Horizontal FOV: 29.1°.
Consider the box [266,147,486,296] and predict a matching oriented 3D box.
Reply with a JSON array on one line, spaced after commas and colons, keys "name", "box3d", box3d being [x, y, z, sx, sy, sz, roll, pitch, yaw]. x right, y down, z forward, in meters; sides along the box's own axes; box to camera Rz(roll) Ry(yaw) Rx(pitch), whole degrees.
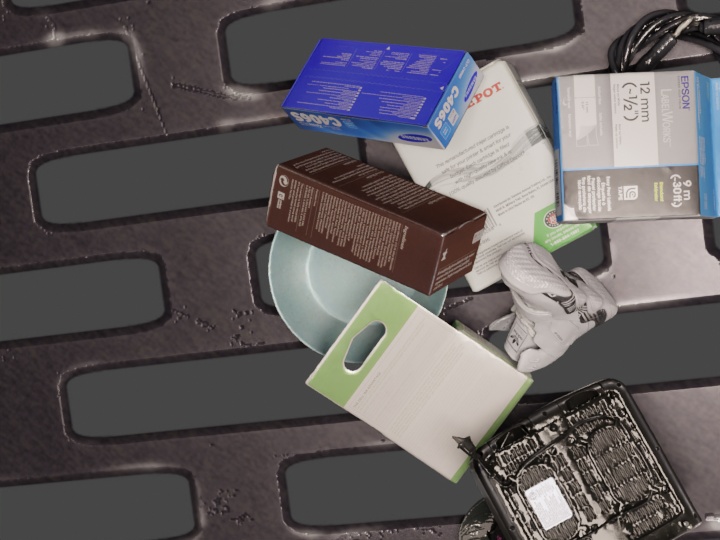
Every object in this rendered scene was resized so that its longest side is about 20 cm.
[{"name": "box", "box3d": [0.015, -0.053, 1.407, 0.200, 0.100, 0.075, 23, 115, 25]}]

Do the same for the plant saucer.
[{"name": "plant saucer", "box3d": [0.000, 0.000, 1.512, 0.201, 0.039, 0.201, 1, 94, 12]}]

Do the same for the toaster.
[{"name": "toaster", "box3d": [0.216, 0.217, 1.413, 0.181, 0.119, 0.200, -28, 82, -6]}]

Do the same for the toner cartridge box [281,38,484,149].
[{"name": "toner cartridge box", "box3d": [0.020, -0.184, 1.427, 0.200, 0.043, 0.095, 13, 68, 40]}]

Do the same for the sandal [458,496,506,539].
[{"name": "sandal", "box3d": [0.199, 0.268, 1.486, 0.200, 0.048, 0.076, -13, 92, 12]}]

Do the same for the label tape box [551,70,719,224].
[{"name": "label tape box", "box3d": [0.291, -0.121, 1.360, 0.200, 0.066, 0.144, -2, 89, 5]}]

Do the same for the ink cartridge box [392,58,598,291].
[{"name": "ink cartridge box", "box3d": [0.139, -0.100, 1.451, 0.146, 0.083, 0.200, -28, 89, 13]}]

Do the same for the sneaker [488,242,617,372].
[{"name": "sneaker", "box3d": [0.176, 0.044, 1.407, 0.115, 0.200, 0.075, -45, 57, 18]}]

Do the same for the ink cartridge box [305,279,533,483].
[{"name": "ink cartridge box", "box3d": [0.063, 0.114, 1.479, 0.200, 0.048, 0.146, 34, 101, -7]}]

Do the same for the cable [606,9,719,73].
[{"name": "cable", "box3d": [0.327, -0.166, 1.423, 0.163, 0.051, 0.200, 8, 97, 11]}]
